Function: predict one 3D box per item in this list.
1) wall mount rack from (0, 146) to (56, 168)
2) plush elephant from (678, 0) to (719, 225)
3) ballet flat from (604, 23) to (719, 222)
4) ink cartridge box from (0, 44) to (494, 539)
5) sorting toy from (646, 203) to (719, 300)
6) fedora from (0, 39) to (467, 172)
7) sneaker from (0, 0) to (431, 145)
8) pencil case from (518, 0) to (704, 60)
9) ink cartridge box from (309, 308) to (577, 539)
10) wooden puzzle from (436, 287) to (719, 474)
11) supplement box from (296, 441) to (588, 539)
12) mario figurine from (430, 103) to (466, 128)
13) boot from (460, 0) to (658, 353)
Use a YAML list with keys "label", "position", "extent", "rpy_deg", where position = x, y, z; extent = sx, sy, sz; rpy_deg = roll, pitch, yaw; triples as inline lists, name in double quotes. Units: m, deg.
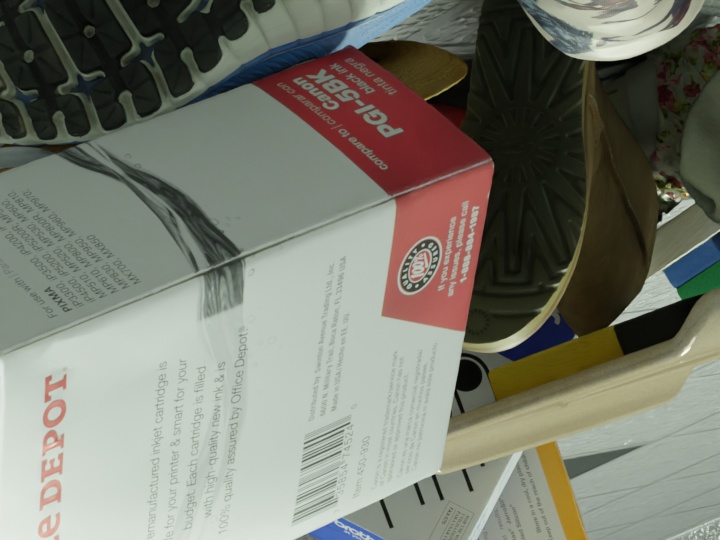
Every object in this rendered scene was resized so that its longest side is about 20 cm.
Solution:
- label: "wall mount rack"
  position: [-0.165, 0.035, 1.005]
  extent: [0.199, 0.075, 0.174]
  rpy_deg: [-26, 156, 22]
- label: "plush elephant"
  position: [0.208, -0.078, 1.163]
  extent: [0.164, 0.156, 0.200]
  rpy_deg: [0, -179, 15]
- label: "ballet flat"
  position: [0.138, -0.064, 1.381]
  extent: [0.064, 0.076, 0.200]
  rpy_deg: [0, 161, -9]
- label: "ink cartridge box"
  position: [-0.064, 0.028, 0.936]
  extent: [0.199, 0.083, 0.147]
  rpy_deg: [-22, 137, -33]
- label: "sorting toy"
  position: [0.246, -0.044, 1.438]
  extent: [0.200, 0.070, 0.199]
  rpy_deg: [-37, 176, 35]
- label: "fedora"
  position: [-0.048, -0.031, 1.085]
  extent: [0.199, 0.082, 0.201]
  rpy_deg: [-13, -170, 3]
- label: "sneaker"
  position: [-0.049, -0.087, 0.985]
  extent: [0.199, 0.079, 0.089]
  rpy_deg: [-18, 165, 1]
- label: "pencil case"
  position: [0.087, -0.135, 0.968]
  extent: [0.089, 0.078, 0.200]
  rpy_deg: [-44, 169, -4]
- label: "ink cartridge box"
  position: [0.044, 0.049, 1.353]
  extent: [0.201, 0.094, 0.044]
  rpy_deg: [-61, 171, -25]
- label: "wooden puzzle"
  position: [0.143, 0.031, 1.257]
  extent: [0.184, 0.037, 0.200]
  rpy_deg: [-14, 169, -41]
- label: "supplement box"
  position: [-0.002, 0.144, 1.412]
  extent: [0.199, 0.074, 0.126]
  rpy_deg: [-14, 167, -19]
- label: "mario figurine"
  position: [0.000, 0.000, 1.327]
  extent: [0.199, 0.124, 0.106]
  rpy_deg: [-30, 169, 20]
- label: "boot"
  position: [0.087, -0.015, 1.223]
  extent: [0.066, 0.176, 0.200]
  rpy_deg: [10, 160, 18]
